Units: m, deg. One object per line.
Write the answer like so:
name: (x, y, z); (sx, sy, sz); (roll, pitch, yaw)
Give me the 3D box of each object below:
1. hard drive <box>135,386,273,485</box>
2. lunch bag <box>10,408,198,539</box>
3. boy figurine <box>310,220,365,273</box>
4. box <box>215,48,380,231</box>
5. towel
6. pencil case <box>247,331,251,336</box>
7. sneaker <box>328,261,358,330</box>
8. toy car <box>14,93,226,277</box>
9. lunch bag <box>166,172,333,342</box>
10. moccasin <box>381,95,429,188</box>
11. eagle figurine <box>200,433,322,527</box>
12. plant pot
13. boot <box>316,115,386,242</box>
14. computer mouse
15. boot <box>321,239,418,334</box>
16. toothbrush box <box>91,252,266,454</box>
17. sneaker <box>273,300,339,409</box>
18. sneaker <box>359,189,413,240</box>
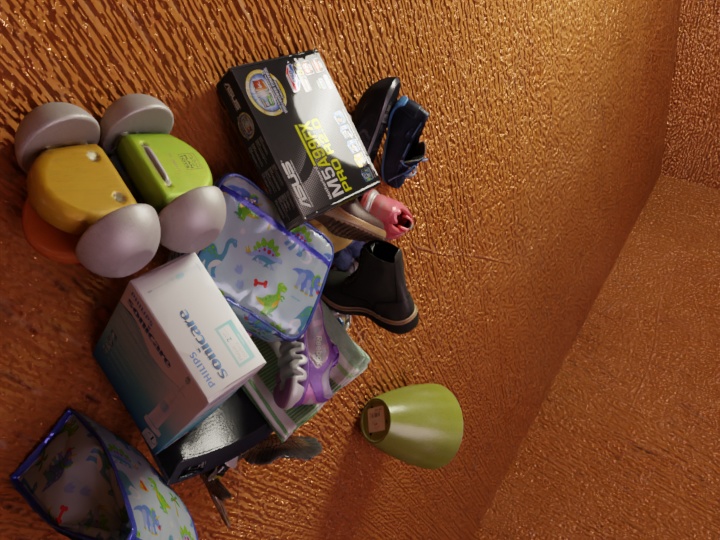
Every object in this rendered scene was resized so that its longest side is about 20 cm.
hard drive: (-0.207, 0.195, 0.874); (0.042, 0.137, 0.198); (-44, 162, 30)
lunch bag: (-0.285, 0.287, 0.752); (0.129, 0.196, 0.172); (-53, 146, -20)
boy figurine: (-0.050, -0.065, 1.017); (0.123, 0.065, 0.201); (-36, 141, 2)
box: (-0.075, -0.174, 0.826); (0.159, 0.044, 0.205); (-29, 93, -44)
towel: (-0.091, 0.137, 0.960); (0.199, 0.153, 0.023); (-36, 172, -38)
pencil case: (-0.152, 0.033, 0.904); (0.201, 0.086, 0.089); (-51, 145, -29)
sneaker: (-0.042, 0.062, 1.092); (0.200, 0.079, 0.078); (-48, 142, -30)
toy car: (-0.248, -0.071, 0.656); (0.198, 0.177, 0.150); (-25, 164, -47)
lunch bag: (-0.136, -0.016, 0.821); (0.198, 0.081, 0.164); (37, 64, -26)
moccasin: (0.077, -0.200, 1.081); (0.082, 0.067, 0.201); (-60, 167, -23)
eagle figurine: (-0.168, 0.256, 0.984); (0.197, 0.149, 0.156); (-31, 120, -29)
plant pot: (0.096, 0.337, 1.404); (0.197, 0.185, 0.193); (17, 96, -43)
boot: (-0.028, -0.146, 0.914); (0.196, 0.072, 0.172); (23, 72, -30)
computer mouse: (0.005, -0.215, 1.011); (0.138, 0.051, 0.205); (-28, 140, -79)
boot: (0.000, 0.000, 0.977); (0.078, 0.195, 0.141); (-46, 138, -36)
toothbrush box: (-0.211, 0.098, 0.715); (0.084, 0.148, 0.200); (-31, 172, -42)
sneaker: (-0.072, 0.105, 0.929); (0.086, 0.080, 0.207); (15, 62, -26)
sneaker: (0.059, -0.084, 1.135); (0.076, 0.085, 0.199); (-67, 159, 1)
